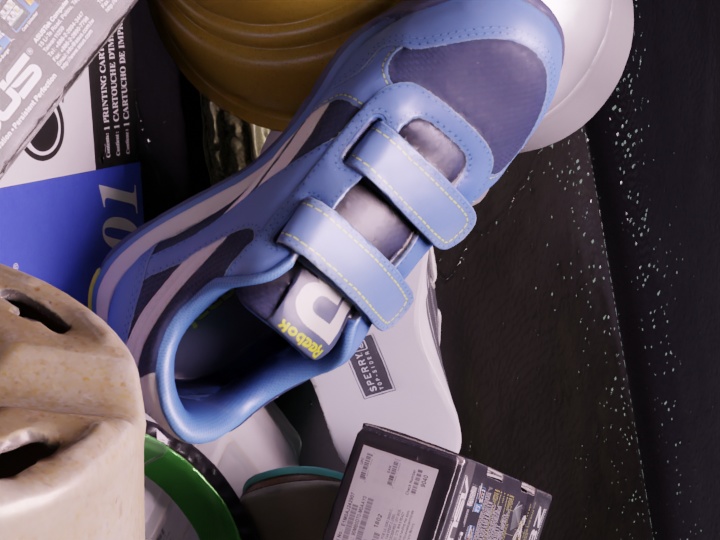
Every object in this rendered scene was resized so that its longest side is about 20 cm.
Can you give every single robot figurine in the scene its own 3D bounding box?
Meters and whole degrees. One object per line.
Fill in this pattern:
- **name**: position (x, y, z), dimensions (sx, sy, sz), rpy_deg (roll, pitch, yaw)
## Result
- **robot figurine**: position (0.050, -0.106, 0.887), dimensions (0.200, 0.112, 0.171), rpy_deg (6, 89, -78)

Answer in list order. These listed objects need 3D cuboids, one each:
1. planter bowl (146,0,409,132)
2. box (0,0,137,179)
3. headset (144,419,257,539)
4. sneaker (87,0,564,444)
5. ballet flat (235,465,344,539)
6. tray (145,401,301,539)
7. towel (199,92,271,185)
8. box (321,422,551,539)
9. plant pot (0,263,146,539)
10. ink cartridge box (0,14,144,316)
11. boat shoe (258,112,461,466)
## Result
- **planter bowl**: position (-0.022, -0.157, 0.780), dimensions (0.083, 0.199, 0.202), rpy_deg (24, 73, -56)
- **box**: position (-0.133, -0.152, 0.652), dimensions (0.193, 0.047, 0.201), rpy_deg (42, 69, -21)
- **headset**: position (-0.082, 0.144, 0.788), dimensions (0.123, 0.094, 0.202), rpy_deg (22, 57, -33)
- **sneaker**: position (-0.005, -0.015, 0.747), dimensions (0.074, 0.200, 0.082), rpy_deg (40, 15, -29)
- **ballet flat**: position (-0.001, 0.136, 0.931), dimensions (0.200, 0.067, 0.064), rpy_deg (53, 29, -65)
- **tray**: position (-0.076, 0.124, 0.890), dimensions (0.108, 0.022, 0.201), rpy_deg (56, 48, -43)
- **towel**: position (-0.022, -0.087, 0.941), dimensions (0.148, 0.036, 0.202), rpy_deg (-27, 115, -54)
- **box**: position (0.011, 0.168, 0.851), dimensions (0.161, 0.049, 0.202), rpy_deg (29, 78, -68)
- **plant pot**: position (-0.131, 0.102, 0.588), dimensions (0.200, 0.199, 0.185), rpy_deg (-31, 138, -52)
- **ink cartridge box**: position (-0.122, -0.044, 0.778), dimensions (0.094, 0.044, 0.202), rpy_deg (-15, 105, -56)
- **boat shoe**: position (0.000, 0.000, 0.887), dimensions (0.068, 0.071, 0.201), rpy_deg (-99, 172, -46)
